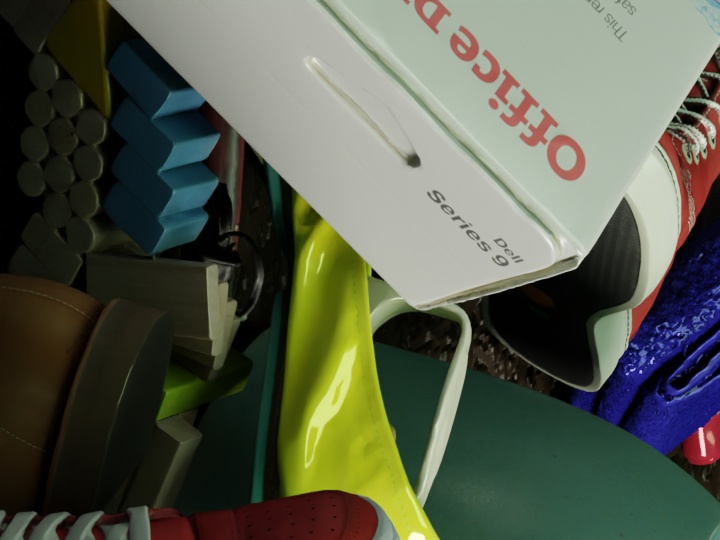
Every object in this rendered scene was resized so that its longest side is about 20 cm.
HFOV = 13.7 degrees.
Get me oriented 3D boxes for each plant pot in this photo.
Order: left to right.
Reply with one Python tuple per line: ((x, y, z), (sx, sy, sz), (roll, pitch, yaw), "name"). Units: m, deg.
((0.036, 0.128, 0.989), (0.201, 0.161, 0.201), (10, 90, -72), "plant pot")

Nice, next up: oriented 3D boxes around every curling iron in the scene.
((-0.040, -0.078, 0.968), (0.026, 0.050, 0.200), (5, 86, -17), "curling iron")

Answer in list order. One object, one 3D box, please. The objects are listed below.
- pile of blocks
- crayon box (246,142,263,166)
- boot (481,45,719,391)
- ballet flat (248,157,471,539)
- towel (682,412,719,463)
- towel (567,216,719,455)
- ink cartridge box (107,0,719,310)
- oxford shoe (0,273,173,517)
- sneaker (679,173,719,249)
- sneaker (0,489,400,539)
((-0.061, -0.017, 0.911), (0.062, 0.082, 0.200), (-19, 114, -55), "pile of blocks")
((0.032, -0.101, 1.066), (0.200, 0.051, 0.127), (-65, 145, -23), "crayon box")
((0.101, -0.052, 1.042), (0.144, 0.072, 0.200), (-56, 170, -14), "boot")
((0.000, 0.000, 0.912), (0.067, 0.067, 0.200), (76, 13, -72), "ballet flat")
((0.175, -0.029, 1.328), (0.145, 0.022, 0.200), (-31, 122, -48), "towel")
((0.171, 0.008, 1.211), (0.200, 0.050, 0.148), (-37, 160, -15), "towel")
((0.039, -0.111, 0.877), (0.145, 0.087, 0.200), (44, 58, -17), "ink cartridge box")
((-0.114, 0.091, 0.882), (0.071, 0.071, 0.200), (-51, 158, -71), "oxford shoe")
((0.132, -0.074, 1.192), (0.200, 0.073, 0.071), (100, -14, -49), "sneaker")
((-0.097, 0.078, 0.796), (0.071, 0.200, 0.113), (-101, 167, -66), "sneaker")
